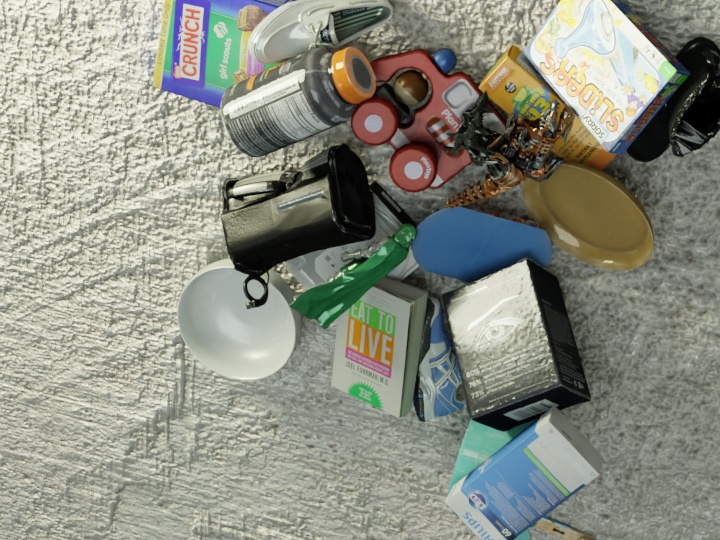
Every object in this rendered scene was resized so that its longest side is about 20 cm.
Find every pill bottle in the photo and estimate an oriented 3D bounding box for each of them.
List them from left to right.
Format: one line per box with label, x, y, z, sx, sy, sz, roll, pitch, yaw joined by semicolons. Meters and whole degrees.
pill bottle;-0.079;-0.229;1.619;0.200;0.106;0.106;-18;108;30

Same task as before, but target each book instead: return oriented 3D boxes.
book;0.024;0.106;1.824;0.134;0.048;0.200;21;121;29

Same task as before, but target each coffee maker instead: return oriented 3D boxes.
coffee maker;-0.083;-0.065;1.753;0.200;0.135;0.192;-14;97;31

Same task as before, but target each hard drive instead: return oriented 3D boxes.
hard drive;-0.003;-0.022;1.829;0.200;0.038;0.140;-39;98;30

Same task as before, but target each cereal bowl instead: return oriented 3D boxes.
cereal bowl;-0.180;0.067;1.903;0.200;0.083;0.200;8;117;15

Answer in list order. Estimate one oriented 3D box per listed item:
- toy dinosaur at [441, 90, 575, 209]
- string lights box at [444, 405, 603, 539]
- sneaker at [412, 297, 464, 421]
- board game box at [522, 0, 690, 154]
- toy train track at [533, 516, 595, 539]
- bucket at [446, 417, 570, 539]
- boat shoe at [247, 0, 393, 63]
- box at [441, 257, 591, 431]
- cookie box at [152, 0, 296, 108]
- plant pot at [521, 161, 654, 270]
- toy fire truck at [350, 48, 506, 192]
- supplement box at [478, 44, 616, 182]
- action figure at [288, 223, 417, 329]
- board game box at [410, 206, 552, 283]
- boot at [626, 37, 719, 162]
toy dinosaur;0.184;-0.151;1.591;0.136;0.102;0.200;40;97;-11
string lights box;0.225;0.290;1.681;0.103;0.059;0.200;47;113;-1
sneaker;0.118;0.132;1.855;0.077;0.076;0.200;-6;113;-8
board game box;0.307;-0.264;1.547;0.135;0.034;0.200;-54;55;30
toy train track;0.275;0.406;1.947;0.200;0.033;0.115;20;119;7
bucket;0.219;0.294;1.822;0.135;0.207;0.207;17;119;14
boat shoe;-0.052;-0.327;1.620;0.200;0.067;0.074;-29;130;-9
box;0.218;0.106;1.720;0.148;0.104;0.200;-24;62;27
cookie box;-0.180;-0.318;1.720;0.200;0.075;0.171;18;119;9
plant pot;0.312;-0.078;1.654;0.200;0.027;0.200;30;153;17
toy fire truck;0.087;-0.215;1.670;0.168;0.112;0.200;-37;100;16
supplement box;0.256;-0.211;1.635;0.200;0.069;0.067;40;119;-2
action figure;0.000;0.000;1.728;0.200;0.118;0.055;-36;65;13
board game box;0.173;-0.043;1.745;0.200;0.039;0.158;15;143;-9
boot;0.402;-0.192;1.537;0.073;0.162;0.198;26;121;-9
